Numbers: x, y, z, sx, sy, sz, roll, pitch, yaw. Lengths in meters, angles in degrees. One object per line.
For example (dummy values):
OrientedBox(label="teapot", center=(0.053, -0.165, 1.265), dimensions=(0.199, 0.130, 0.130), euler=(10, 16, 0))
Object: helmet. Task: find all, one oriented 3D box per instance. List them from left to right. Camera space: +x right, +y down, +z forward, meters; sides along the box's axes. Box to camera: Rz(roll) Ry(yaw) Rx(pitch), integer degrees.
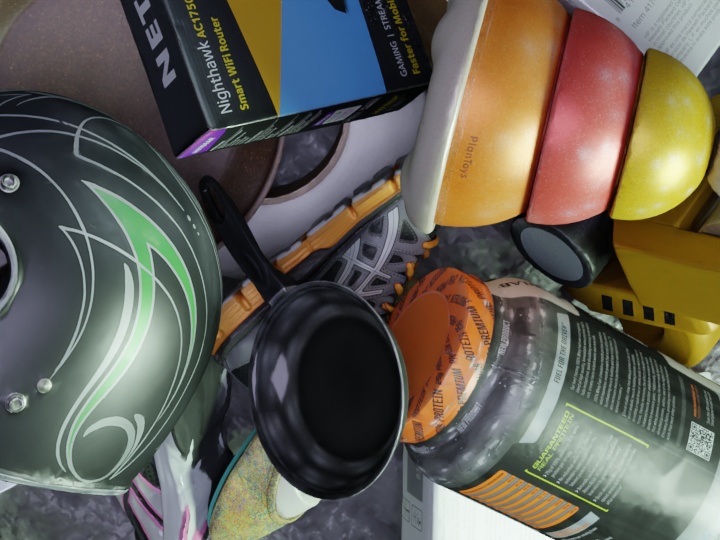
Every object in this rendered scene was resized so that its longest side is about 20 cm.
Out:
OrientedBox(label="helmet", center=(-0.168, 0.006, 0.992), dimensions=(0.198, 0.200, 0.192), euler=(16, 88, -5))

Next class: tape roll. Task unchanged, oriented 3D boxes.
OrientedBox(label="tape roll", center=(-0.059, -0.094, 1.123), dimensions=(0.201, 0.037, 0.205), euler=(0, 102, -2))

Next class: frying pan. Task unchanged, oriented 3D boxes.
OrientedBox(label="frying pan", center=(-0.039, 0.044, 1.030), dimensions=(0.031, 0.190, 0.116), euler=(-2, 123, -46))

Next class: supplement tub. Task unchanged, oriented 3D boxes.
OrientedBox(label="supplement tub", center=(0.109, 0.083, 1.060), dimensions=(0.199, 0.123, 0.123), euler=(28, 101, -24))

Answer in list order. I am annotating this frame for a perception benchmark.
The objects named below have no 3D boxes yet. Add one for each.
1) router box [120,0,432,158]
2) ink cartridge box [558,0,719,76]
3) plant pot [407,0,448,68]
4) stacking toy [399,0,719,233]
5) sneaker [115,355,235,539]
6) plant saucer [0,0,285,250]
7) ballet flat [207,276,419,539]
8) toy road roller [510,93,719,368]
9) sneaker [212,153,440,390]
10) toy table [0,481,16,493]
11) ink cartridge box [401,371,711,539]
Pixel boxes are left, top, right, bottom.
OrientedBox(label="router box", center=(-0.061, -0.172, 1.029), dimensions=(0.148, 0.051, 0.201), euler=(-16, 80, -33))
OrientedBox(label="ink cartridge box", center=(0.127, -0.207, 1.033), dimensions=(0.200, 0.086, 0.147), euler=(39, 80, -6))
OrientedBox(label="plant pot", center=(0.097, -0.198, 1.097), dimensions=(0.198, 0.027, 0.202), euler=(-1, 95, -7))
OrientedBox(label="stacking toy", center=(0.128, -0.069, 0.970), dimensions=(0.198, 0.146, 0.147), euler=(15, 102, 3))
OrientedBox(label="sneaker", center=(-0.123, 0.118, 1.159), dimensions=(0.086, 0.080, 0.202), euler=(12, 115, 29))
OrientedBox(label="plant saucer", center=(-0.140, -0.094, 1.084), dimensions=(0.198, 0.037, 0.202), euler=(0, 102, -1))
OrientedBox(label="ballet flat", center=(-0.018, 0.089, 1.129), dimensions=(0.070, 0.071, 0.201), euler=(33, 86, -9))
OrientedBox(label="toy road roller", center=(0.198, -0.012, 1.078), dimensions=(0.123, 0.199, 0.146), euler=(-51, 130, -24))
OrientedBox(label="sneaker", center=(0.000, 0.000, 1.084), dimensions=(0.200, 0.078, 0.077), euler=(-39, 92, 10))
OrientedBox(label="toy table", center=(-0.252, 0.184, 1.115), dimensions=(0.199, 0.183, 0.118), euler=(-19, 96, 40))
OrientedBox(label="ink cartridge box", center=(0.120, 0.143, 1.175), dimensions=(0.198, 0.047, 0.162), euler=(-6, 105, -26))
